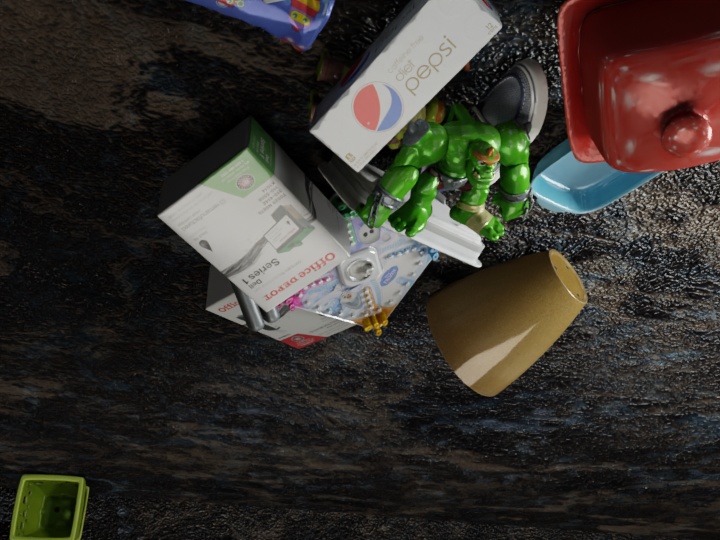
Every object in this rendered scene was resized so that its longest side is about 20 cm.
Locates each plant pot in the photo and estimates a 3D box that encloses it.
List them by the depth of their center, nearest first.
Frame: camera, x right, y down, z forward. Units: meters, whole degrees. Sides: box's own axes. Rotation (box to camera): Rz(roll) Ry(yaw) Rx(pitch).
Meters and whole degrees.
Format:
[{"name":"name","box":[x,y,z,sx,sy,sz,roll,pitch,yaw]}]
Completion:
[{"name":"plant pot","box":[0.233,0.059,1.121,0.185,0.188,0.200,27,127,-38]},{"name":"plant pot","box":[-0.979,0.766,2.362,0.196,0.202,0.182,5,158,-7]}]

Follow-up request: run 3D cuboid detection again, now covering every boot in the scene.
[{"name":"boot","box":[0.130,-0.147,0.819,0.089,0.073,0.201,-15,156,-20]}]

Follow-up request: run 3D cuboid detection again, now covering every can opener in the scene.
[{"name":"can opener","box":[-0.168,-0.015,1.020,0.052,0.202,0.066,-27,-165,-26]}]

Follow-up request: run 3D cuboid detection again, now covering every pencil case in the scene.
[{"name":"pencil case","box":[-0.118,-0.262,0.648,0.198,0.087,0.079,16,117,-23]}]

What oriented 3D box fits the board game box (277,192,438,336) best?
[{"name":"board game box","box":[0.000,0.000,1.063,0.198,0.026,0.201,18,122,-31]}]

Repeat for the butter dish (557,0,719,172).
[{"name":"butter dish","box":[0.297,-0.164,0.701,0.198,0.149,0.201,-7,132,16]}]

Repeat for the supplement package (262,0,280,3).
[{"name":"supplement package","box":[-0.047,-0.313,0.523,0.112,0.111,0.201,-5,150,12]}]

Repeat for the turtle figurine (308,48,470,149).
[{"name":"turtle figurine","box":[0.026,-0.175,0.806,0.159,0.065,0.200,8,150,-11]}]

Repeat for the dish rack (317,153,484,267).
[{"name":"dish rack","box":[0.055,-0.083,0.900,0.199,0.172,0.044,22,107,-30]}]

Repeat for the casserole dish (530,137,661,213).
[{"name":"casserole dish","box":[0.293,-0.135,0.891,0.120,0.039,0.200,19,145,-27]}]

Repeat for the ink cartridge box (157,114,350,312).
[{"name":"ink cartridge box","box":[-0.125,-0.063,0.911,0.145,0.085,0.200,-33,125,18]}]

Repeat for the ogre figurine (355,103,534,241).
[{"name":"ogre figurine","box":[0.099,-0.100,0.765,0.197,0.099,0.121,8,126,-6]}]

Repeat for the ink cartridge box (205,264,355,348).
[{"name":"ink cartridge box","box":[-0.121,0.037,1.161,0.144,0.085,0.199,-25,140,37]}]

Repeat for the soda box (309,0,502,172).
[{"name":"soda box","box":[0.039,-0.192,0.709,0.068,0.064,0.200,37,120,-20]}]
